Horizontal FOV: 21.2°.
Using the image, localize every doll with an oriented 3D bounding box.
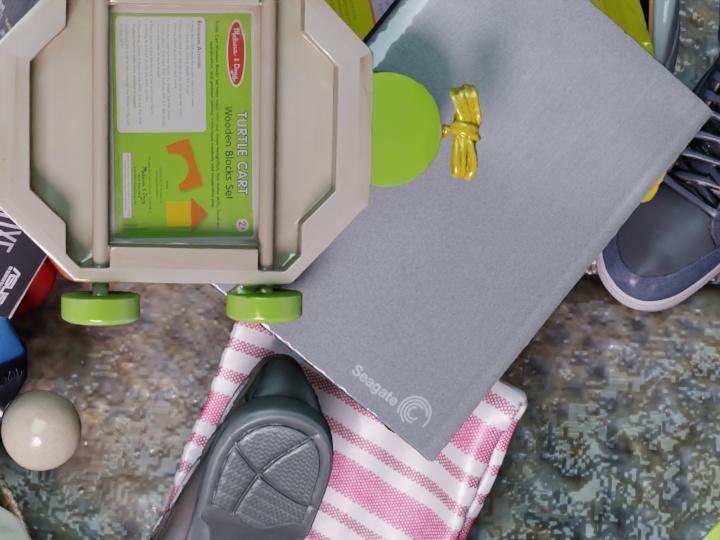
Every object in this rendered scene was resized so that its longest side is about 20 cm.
[{"bbox_3d":[-0.216,0.030,0.972,0.200,0.137,0.048,40,37,22],"label":"doll"}]

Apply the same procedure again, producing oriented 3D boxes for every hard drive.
[{"bbox_3d":[0.039,-0.037,0.845,0.139,0.033,0.200,39,90,-11],"label":"hard drive"}]

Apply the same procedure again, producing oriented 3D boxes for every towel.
[{"bbox_3d":[-0.022,0.111,0.911,0.146,0.030,0.201,27,106,15],"label":"towel"}]

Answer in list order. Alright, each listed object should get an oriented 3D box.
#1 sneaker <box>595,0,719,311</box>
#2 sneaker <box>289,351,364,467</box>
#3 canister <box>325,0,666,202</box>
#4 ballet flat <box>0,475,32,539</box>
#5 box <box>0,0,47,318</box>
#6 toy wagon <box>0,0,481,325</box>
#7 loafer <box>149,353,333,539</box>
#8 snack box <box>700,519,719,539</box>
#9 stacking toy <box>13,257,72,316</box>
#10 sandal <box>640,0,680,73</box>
[{"bbox_3d":[0.182,-0.082,0.935,0.077,0.146,0.203,34,80,15],"label":"sneaker"},{"bbox_3d":[0.000,0.000,0.965,0.097,0.071,0.201,24,77,6],"label":"sneaker"},{"bbox_3d":[0.030,-0.092,0.917,0.199,0.087,0.149,-8,66,-10],"label":"canister"},{"bbox_3d":[-0.163,0.173,0.908,0.067,0.075,0.201,-8,52,-30],"label":"ballet flat"},{"bbox_3d":[-0.178,-0.104,0.907,0.158,0.050,0.200,-54,45,27],"label":"box"},{"bbox_3d":[-0.050,-0.057,0.792,0.199,0.040,0.156,0,97,-10],"label":"toy wagon"},{"bbox_3d":[-0.063,0.128,0.890,0.071,0.201,0.063,20,29,-14],"label":"loafer"},{"bbox_3d":[0.107,0.210,0.832,0.068,0.169,0.200,43,80,15],"label":"snack box"},{"bbox_3d":[-0.120,-0.038,0.994,0.199,0.085,0.086,-27,70,1],"label":"stacking toy"},{"bbox_3d":[0.134,-0.186,1.016,0.059,0.079,0.208,-4,62,6],"label":"sandal"}]
